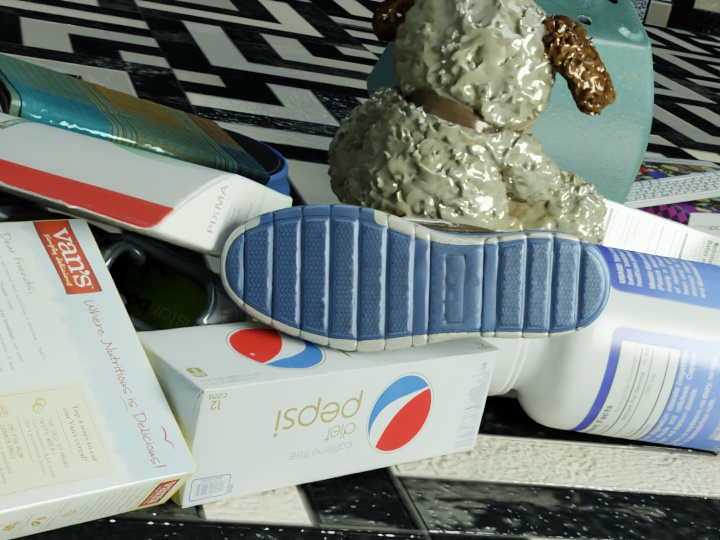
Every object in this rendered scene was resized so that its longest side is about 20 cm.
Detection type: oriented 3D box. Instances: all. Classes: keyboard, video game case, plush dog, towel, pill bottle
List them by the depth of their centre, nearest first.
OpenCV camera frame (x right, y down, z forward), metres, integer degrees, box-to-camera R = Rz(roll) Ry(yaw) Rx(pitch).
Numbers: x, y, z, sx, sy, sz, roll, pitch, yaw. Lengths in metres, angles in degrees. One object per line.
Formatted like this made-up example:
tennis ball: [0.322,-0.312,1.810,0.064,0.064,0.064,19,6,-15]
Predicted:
pill bottle: [0.157,0.044,0.809,0.200,0.112,0.112,9,18,-10]
plush dog: [0.058,-0.094,0.837,0.200,0.172,0.160,22,15,23]
towel: [-0.179,-0.112,1.024,0.200,0.022,0.147,15,16,-28]
keyboard: [0.283,-0.077,1.318,0.200,0.011,0.056,-8,26,-5]
video game case: [0.348,-0.073,1.402,0.181,0.036,0.200,2,21,-26]

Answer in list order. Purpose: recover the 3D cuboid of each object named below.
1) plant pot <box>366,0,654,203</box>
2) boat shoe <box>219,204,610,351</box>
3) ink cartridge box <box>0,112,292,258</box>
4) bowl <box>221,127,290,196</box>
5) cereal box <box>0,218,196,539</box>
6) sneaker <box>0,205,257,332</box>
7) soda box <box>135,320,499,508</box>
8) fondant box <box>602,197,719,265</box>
plant pot: [0.141,-0.160,1.156,0.195,0.200,0.197,6,47,-21]
boat shoe: [0.025,0.007,0.715,0.200,0.072,0.072,6,1,-8]
ink cartridge box: [-0.148,-0.053,0.689,0.161,0.050,0.200,16,-4,23]
bowl: [-0.154,-0.087,1.105,0.200,0.039,0.201,11,18,-4]
cereal box: [-0.183,0.048,0.578,0.200,0.040,0.144,-4,58,-43]
sneaker: [-0.142,0.002,0.747,0.200,0.074,0.081,16,-21,16]
soda box: [-0.024,0.065,0.704,0.200,0.064,0.068,-3,24,-42]
fondant box: [0.149,-0.031,1.017,0.200,0.058,0.144,18,1,-16]
